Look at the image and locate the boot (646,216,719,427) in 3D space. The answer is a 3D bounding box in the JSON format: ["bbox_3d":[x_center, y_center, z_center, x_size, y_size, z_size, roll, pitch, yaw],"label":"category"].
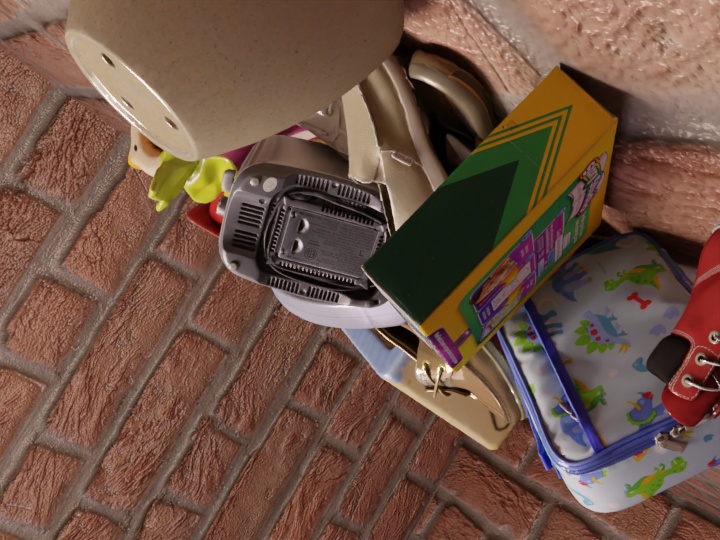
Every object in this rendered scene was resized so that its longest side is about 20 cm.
[{"bbox_3d":[0.231,0.026,0.441,0.072,0.146,0.200,33,173,-1],"label":"boot"}]

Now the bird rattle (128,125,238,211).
[{"bbox_3d":[-0.181,-0.162,0.812,0.161,0.205,0.112,11,-170,41],"label":"bird rattle"}]

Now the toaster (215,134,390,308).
[{"bbox_3d":[-0.032,-0.049,0.742,0.196,0.115,0.130,13,-155,-11],"label":"toaster"}]

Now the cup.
[{"bbox_3d":[-0.093,-0.155,0.494,0.199,0.144,0.201,37,165,12],"label":"cup"}]

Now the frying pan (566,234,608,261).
[{"bbox_3d":[0.141,-0.003,0.754,0.186,0.032,0.115,-8,164,9],"label":"frying pan"}]

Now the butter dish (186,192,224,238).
[{"bbox_3d":[-0.110,-0.115,1.130,0.197,0.150,0.199,29,-144,25],"label":"butter dish"}]

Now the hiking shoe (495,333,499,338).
[{"bbox_3d":[0.225,0.043,0.766,0.196,0.078,0.101,2,173,13],"label":"hiking shoe"}]

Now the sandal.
[{"bbox_3d":[0.085,-0.095,0.646,0.080,0.055,0.200,27,172,38],"label":"sandal"}]

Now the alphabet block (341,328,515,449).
[{"bbox_3d":[0.122,0.075,1.056,0.199,0.197,0.196,36,-176,-25],"label":"alphabet block"}]

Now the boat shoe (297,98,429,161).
[{"bbox_3d":[-0.025,-0.146,0.720,0.198,0.075,0.065,25,176,43],"label":"boat shoe"}]

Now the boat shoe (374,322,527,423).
[{"bbox_3d":[0.079,0.083,0.760,0.200,0.066,0.075,42,160,49],"label":"boat shoe"}]

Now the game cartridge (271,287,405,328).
[{"bbox_3d":[0.000,0.000,0.830,0.198,0.133,0.041,5,132,47],"label":"game cartridge"}]

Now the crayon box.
[{"bbox_3d":[0.098,-0.021,0.576,0.058,0.173,0.200,43,178,20],"label":"crayon box"}]

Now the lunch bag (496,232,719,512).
[{"bbox_3d":[0.194,0.072,0.622,0.083,0.159,0.202,53,-165,-33],"label":"lunch bag"}]

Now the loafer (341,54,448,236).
[{"bbox_3d":[0.016,-0.097,0.622,0.202,0.067,0.076,61,177,-8],"label":"loafer"}]

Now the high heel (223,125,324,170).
[{"bbox_3d":[-0.064,-0.122,0.845,0.196,0.098,0.067,11,168,21],"label":"high heel"}]

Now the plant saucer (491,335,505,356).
[{"bbox_3d":[0.181,0.095,0.856,0.197,0.052,0.201,18,-163,-5],"label":"plant saucer"}]
